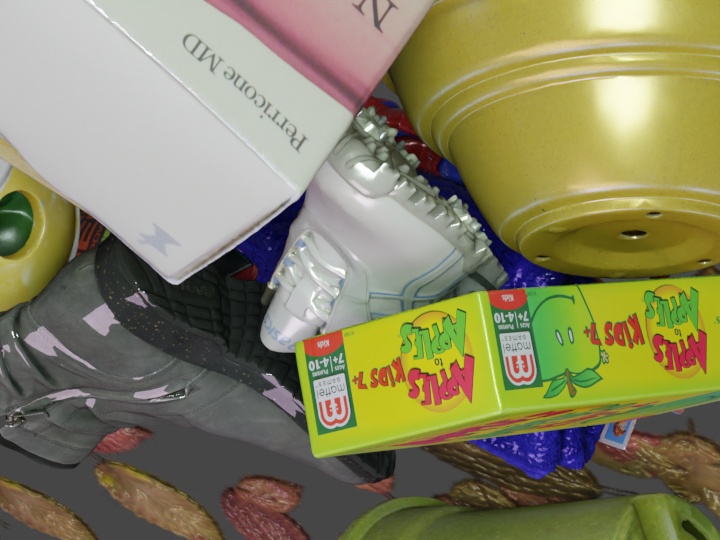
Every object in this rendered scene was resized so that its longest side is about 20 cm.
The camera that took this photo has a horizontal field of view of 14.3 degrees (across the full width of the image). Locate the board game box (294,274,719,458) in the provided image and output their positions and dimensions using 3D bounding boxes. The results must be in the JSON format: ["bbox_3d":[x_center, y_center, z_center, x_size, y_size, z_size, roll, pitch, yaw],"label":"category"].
[{"bbox_3d":[0.081,0.036,1.151,0.101,0.048,0.199,-16,171,43],"label":"board game box"}]

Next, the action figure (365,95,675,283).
[{"bbox_3d":[0.053,-0.040,1.307,0.199,0.052,0.066,25,149,10],"label":"action figure"}]

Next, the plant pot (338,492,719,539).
[{"bbox_3d":[0.106,0.203,1.577,0.184,0.201,0.200,-20,131,40],"label":"plant pot"}]

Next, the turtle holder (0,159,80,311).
[{"bbox_3d":[-0.190,-0.017,1.314,0.186,0.140,0.132,56,160,14],"label":"turtle holder"}]

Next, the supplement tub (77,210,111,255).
[{"bbox_3d":[-0.120,0.013,1.483,0.199,0.107,0.107,-9,139,47],"label":"supplement tub"}]

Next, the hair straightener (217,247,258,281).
[{"bbox_3d":[-0.111,-0.063,1.336,0.200,0.041,0.077,46,154,47],"label":"hair straightener"}]

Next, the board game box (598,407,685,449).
[{"bbox_3d":[0.057,0.035,1.387,0.199,0.039,0.158,16,164,49],"label":"board game box"}]

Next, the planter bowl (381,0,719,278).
[{"bbox_3d":[0.105,-0.048,1.123,0.199,0.084,0.201,-1,164,0],"label":"planter bowl"}]

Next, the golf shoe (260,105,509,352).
[{"bbox_3d":[0.000,0.000,1.148,0.078,0.097,0.200,49,178,21],"label":"golf shoe"}]

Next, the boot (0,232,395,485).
[{"bbox_3d":[-0.087,0.053,1.283,0.130,0.068,0.200,-29,134,29],"label":"boot"}]

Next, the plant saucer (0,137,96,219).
[{"bbox_3d":[-0.125,-0.072,1.182,0.199,0.049,0.200,33,-172,-5],"label":"plant saucer"}]

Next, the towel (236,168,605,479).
[{"bbox_3d":[0.015,0.011,1.310,0.199,0.050,0.148,22,144,28],"label":"towel"}]

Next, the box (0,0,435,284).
[{"bbox_3d":[-0.043,-0.119,1.054,0.128,0.200,0.109,41,147,-12],"label":"box"}]
